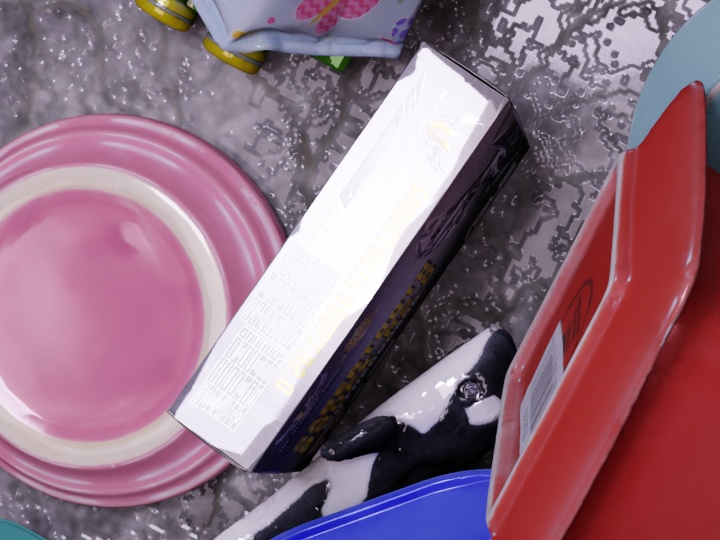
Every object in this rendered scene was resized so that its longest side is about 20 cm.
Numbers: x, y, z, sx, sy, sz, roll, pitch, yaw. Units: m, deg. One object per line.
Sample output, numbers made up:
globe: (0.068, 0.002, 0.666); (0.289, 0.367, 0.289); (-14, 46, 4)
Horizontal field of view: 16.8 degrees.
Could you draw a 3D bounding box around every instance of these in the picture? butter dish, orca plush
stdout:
butter dish: (0.147, 0.055, 1.021); (0.147, 0.200, 0.200); (23, 118, -5)
orca plush: (0.007, 0.113, 1.158); (0.200, 0.105, 0.071); (-36, 81, -1)

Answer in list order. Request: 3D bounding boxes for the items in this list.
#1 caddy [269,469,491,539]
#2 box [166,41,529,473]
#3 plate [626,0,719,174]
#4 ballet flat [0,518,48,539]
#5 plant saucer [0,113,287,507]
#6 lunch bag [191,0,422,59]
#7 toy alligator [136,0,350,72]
caddy: (0.028, 0.180, 1.103); (0.199, 0.141, 0.105); (-19, 122, 0)
box: (0.000, 0.000, 1.120); (0.048, 0.158, 0.200); (35, 89, 8)
plate: (0.205, -0.034, 1.062); (0.200, 0.026, 0.201); (9, 108, 28)
ballet flat: (-0.120, 0.194, 1.235); (0.200, 0.069, 0.063); (29, 127, 13)
plant saucer: (-0.131, 0.022, 1.224); (0.200, 0.051, 0.201); (1, 93, 14)
lunch bag: (-0.027, -0.223, 1.116); (0.200, 0.127, 0.170); (57, 135, 36)
toy alligator: (-0.093, -0.155, 1.194); (0.200, 0.054, 0.059); (33, 99, 10)
